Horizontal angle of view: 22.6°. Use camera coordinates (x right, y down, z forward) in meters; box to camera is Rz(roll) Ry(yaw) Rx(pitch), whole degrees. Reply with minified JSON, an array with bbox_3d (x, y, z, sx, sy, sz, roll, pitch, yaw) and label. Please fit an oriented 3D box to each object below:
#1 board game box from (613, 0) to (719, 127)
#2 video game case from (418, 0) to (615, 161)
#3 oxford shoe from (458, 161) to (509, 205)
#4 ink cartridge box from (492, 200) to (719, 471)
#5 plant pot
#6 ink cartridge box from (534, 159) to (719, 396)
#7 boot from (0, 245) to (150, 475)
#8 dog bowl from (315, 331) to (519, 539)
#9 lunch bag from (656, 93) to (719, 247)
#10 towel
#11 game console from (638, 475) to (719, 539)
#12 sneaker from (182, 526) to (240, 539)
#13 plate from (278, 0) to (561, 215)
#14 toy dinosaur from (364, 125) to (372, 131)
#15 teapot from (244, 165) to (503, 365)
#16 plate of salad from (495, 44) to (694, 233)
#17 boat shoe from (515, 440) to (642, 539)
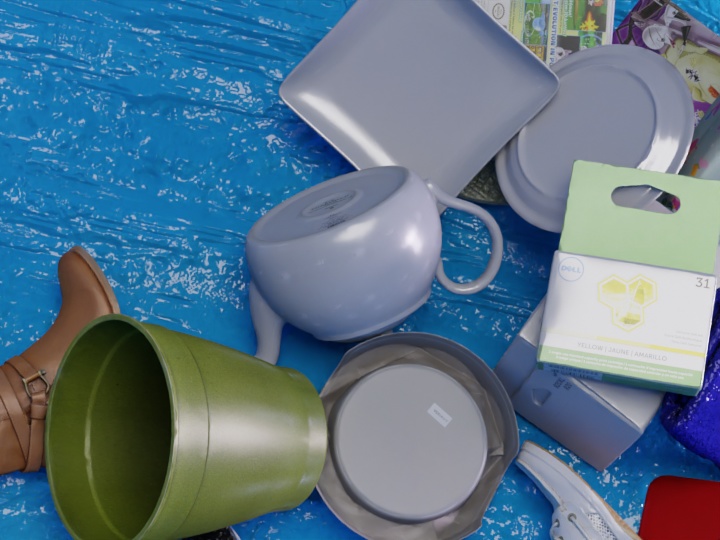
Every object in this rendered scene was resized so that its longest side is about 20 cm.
[{"bbox_3d":[0.336,-0.183,1.830,0.200,0.032,0.120,39,98,15],"label":"board game box"},{"bbox_3d":[0.153,-0.205,1.764,0.182,0.022,0.201,4,88,4],"label":"video game case"},{"bbox_3d":[0.176,-0.108,1.800,0.199,0.058,0.075,-9,97,2],"label":"oxford shoe"},{"bbox_3d":[0.239,0.057,1.690,0.145,0.147,0.200,37,68,7],"label":"ink cartridge box"},{"bbox_3d":[-0.140,0.144,1.564,0.193,0.200,0.201,7,63,-41],"label":"plant pot"},{"bbox_3d":[0.240,0.000,1.582,0.145,0.048,0.201,9,77,8],"label":"ink cartridge box"},{"bbox_3d":[-0.288,0.082,1.632,0.154,0.074,0.200,-14,74,-20],"label":"boot"},{"bbox_3d":[0.043,0.159,1.655,0.199,0.059,0.201,3,75,-10],"label":"dog bowl"},{"bbox_3d":[0.403,-0.069,1.740,0.200,0.122,0.171,36,96,-13],"label":"lunch bag"},{"bbox_3d":[0.353,0.110,1.652,0.049,0.200,0.148,19,82,39],"label":"towel"},{"bbox_3d":[0.349,0.308,1.675,0.172,0.119,0.200,31,63,-30],"label":"game console"},{"bbox_3d":[-0.099,0.303,1.590,0.072,0.072,0.200,-37,63,8],"label":"sneaker"},{"bbox_3d":[0.056,-0.176,1.727,0.200,0.032,0.200,43,104,-2],"label":"plate"},{"bbox_3d":[0.038,-0.157,1.803,0.199,0.047,0.088,15,60,-6],"label":"toy dinosaur"},{"bbox_3d":[0.000,0.000,1.676,0.197,0.200,0.146,-40,114,-42],"label":"teapot"},{"bbox_3d":[0.221,-0.121,1.695,0.200,0.048,0.201,-14,60,26],"label":"plate of salad"},{"bbox_3d":[0.204,0.241,1.651,0.069,0.071,0.200,-44,69,-2],"label":"boat shoe"}]
